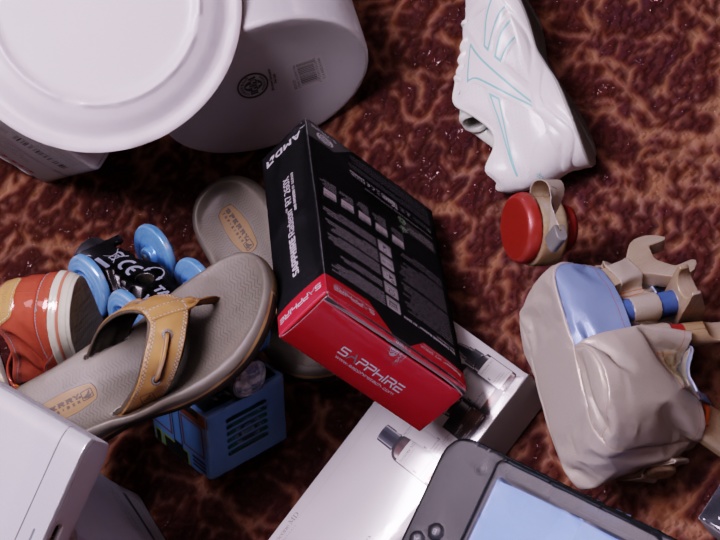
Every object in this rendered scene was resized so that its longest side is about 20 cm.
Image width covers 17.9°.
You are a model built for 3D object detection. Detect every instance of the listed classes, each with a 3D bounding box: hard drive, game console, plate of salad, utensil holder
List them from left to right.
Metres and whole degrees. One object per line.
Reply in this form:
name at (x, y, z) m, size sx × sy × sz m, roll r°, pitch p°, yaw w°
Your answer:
hard drive at (-0.255, 0.124, 1.399) m, size 0.199 × 0.027 × 0.133 m, roll 25°, pitch 92°, yaw 33°
plate of salad at (-0.179, -0.176, 1.525) m, size 0.198 × 0.048 × 0.202 m, roll 1°, pitch 82°, yaw -9°
utensil holder at (-0.098, -0.210, 1.647) m, size 0.169 × 0.170 × 0.201 m, roll -26°, pitch 62°, yaw 12°
game console at (0.084, 0.205, 1.369) m, size 0.199 × 0.119 × 0.174 m, roll 25°, pitch 88°, yaw 28°

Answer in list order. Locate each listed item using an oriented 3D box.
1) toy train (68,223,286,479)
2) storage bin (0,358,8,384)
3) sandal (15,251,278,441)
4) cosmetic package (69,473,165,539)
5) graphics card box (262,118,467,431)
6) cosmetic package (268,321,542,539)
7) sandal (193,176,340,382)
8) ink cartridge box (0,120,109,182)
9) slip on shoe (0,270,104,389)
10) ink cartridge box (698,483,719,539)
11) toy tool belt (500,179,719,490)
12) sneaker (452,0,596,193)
toy train at (-0.132, 0.052, 1.573) m, size 0.086 × 0.115 × 0.199 m, roll -26°, pitch 41°, yaw -32°
storage bin at (-0.364, 0.103, 1.669) m, size 0.199 × 0.094 × 0.200 m, roll -29°, pitch 60°, yaw 9°
sandal at (-0.140, 0.050, 1.407) m, size 0.199 × 0.055 × 0.082 m, roll -27°, pitch 52°, yaw -3°
cosmetic package at (-0.238, 0.222, 1.496) m, size 0.199 × 0.200 × 0.123 m, roll -40°, pitch 58°, yaw 4°
graphics card box at (0.000, 0.000, 1.489) m, size 0.051 × 0.125 × 0.201 m, roll -42°, pitch 31°, yaw 24°
cosmetic package at (0.028, 0.134, 1.505) m, size 0.082 × 0.051 × 0.201 m, roll 34°, pitch 84°, yaw 33°
sandal at (-0.059, 0.000, 1.591) m, size 0.082 × 0.055 × 0.200 m, roll -39°, pitch 58°, yaw 4°
ink cartridge box at (-0.248, -0.138, 1.637) m, size 0.086 × 0.147 × 0.200 m, roll -60°, pitch 17°, yaw -9°
slip on shoe at (-0.200, 0.064, 1.507) m, size 0.061 × 0.201 × 0.075 m, roll 4°, pitch 59°, yaw 7°
ink cartridge box at (0.311, 0.163, 1.373) m, size 0.199 × 0.039 × 0.100 m, roll 31°, pitch 82°, yaw 31°
toy tool belt at (0.170, 0.039, 1.462) m, size 0.122 × 0.125 × 0.201 m, roll -2°, pitch 60°, yaw -24°
sneaker at (0.094, -0.144, 1.588) m, size 0.080 × 0.070 × 0.202 m, roll -27°, pitch 60°, yaw 14°
